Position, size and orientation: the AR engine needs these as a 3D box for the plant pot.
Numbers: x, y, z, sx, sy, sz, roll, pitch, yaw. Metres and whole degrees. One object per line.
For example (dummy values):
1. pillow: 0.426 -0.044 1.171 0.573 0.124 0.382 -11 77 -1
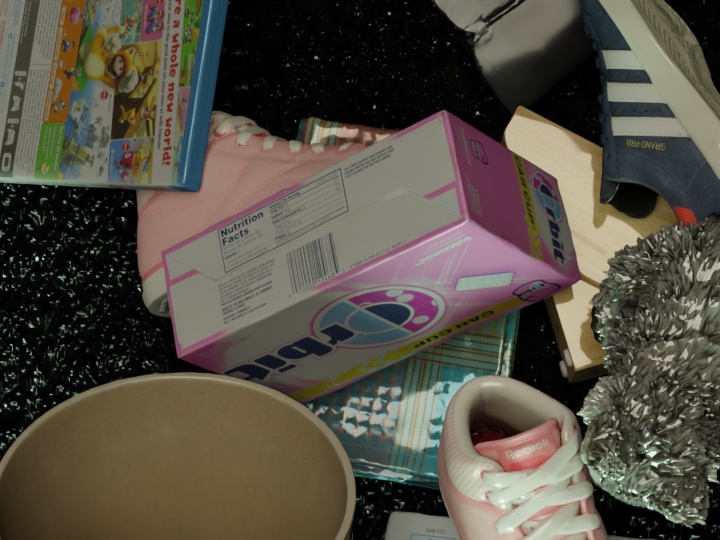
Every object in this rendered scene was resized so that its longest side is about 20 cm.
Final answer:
1. plant pot: -0.095 0.190 1.404 0.186 0.201 0.188 0 39 0

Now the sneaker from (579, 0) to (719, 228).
1. sneaker: 0.148 -0.081 1.407 0.084 0.075 0.201 -42 59 22

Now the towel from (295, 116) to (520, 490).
1. towel: 0.019 0.019 1.505 0.145 0.022 0.202 7 83 9

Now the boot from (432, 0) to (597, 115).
1. boot: 0.158 -0.149 1.483 0.199 0.066 0.165 -32 73 1

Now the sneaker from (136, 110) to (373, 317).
1. sneaker: -0.044 -0.055 1.478 0.199 0.075 0.105 -23 65 23

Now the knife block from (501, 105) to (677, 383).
1. knife block: 0.183 -0.010 1.457 0.174 0.064 0.202 -17 81 -2

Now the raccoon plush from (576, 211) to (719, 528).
1. raccoon plush: 0.164 0.025 1.302 0.096 0.134 0.201 17 122 1

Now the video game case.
1. video game case: -0.165 -0.120 1.516 0.199 0.018 0.144 4 81 33

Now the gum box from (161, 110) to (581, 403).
1. gum box: 0.000 0.000 1.407 0.199 0.113 0.067 -25 61 27

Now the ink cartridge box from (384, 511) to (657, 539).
1. ink cartridge box: 0.078 0.232 1.414 0.159 0.047 0.201 6 57 9

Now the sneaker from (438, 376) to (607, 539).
1. sneaker: 0.094 0.142 1.373 0.075 0.105 0.201 -19 57 -12
